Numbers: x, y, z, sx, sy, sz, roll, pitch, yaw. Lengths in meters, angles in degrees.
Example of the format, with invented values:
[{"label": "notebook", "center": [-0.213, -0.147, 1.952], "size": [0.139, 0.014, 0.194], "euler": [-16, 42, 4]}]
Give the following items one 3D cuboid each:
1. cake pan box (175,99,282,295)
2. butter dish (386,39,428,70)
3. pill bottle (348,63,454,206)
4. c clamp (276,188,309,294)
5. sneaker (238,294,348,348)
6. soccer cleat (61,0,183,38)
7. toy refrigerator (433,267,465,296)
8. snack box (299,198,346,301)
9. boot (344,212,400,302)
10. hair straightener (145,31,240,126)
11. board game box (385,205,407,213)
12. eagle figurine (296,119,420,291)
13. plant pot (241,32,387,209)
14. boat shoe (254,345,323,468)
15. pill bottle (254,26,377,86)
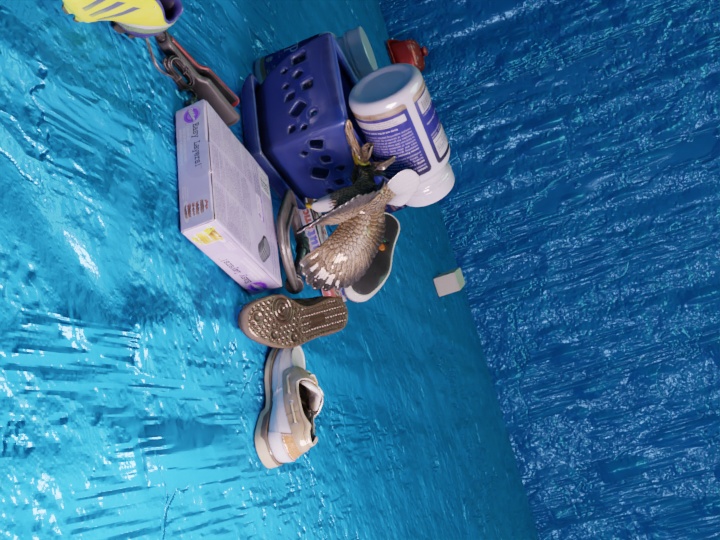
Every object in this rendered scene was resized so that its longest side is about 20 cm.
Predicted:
[{"label": "cake pan box", "center": [-0.169, -0.094, 1.024], "size": [0.184, 0.052, 0.200], "euler": [54, 22, -58]}, {"label": "butter dish", "center": [0.223, -0.930, 3.441], "size": [0.200, 0.148, 0.200], "euler": [-32, 103, -64]}, {"label": "pill bottle", "center": [0.069, -0.201, 1.204], "size": [0.116, 0.116, 0.200], "euler": [-92, 160, -50]}, {"label": "c clamp", "center": [-0.094, -0.031, 1.175], "size": [0.200, 0.027, 0.171], "euler": [-82, 165, -70]}, {"label": "sneaker", "center": [-0.102, 0.071, 1.062], "size": [0.200, 0.075, 0.071], "euler": [3, 79, -53]}, {"label": "soccer cleat", "center": [-0.260, -0.301, 0.858], "size": [0.200, 0.084, 0.065], "euler": [-26, 97, -76]}, {"label": "toy refrigerator", "center": [0.303, 0.040, 2.675], "size": [0.200, 0.076, 0.070], "euler": [-25, 97, -77]}, {"label": "snack box", "center": [-0.070, -0.039, 1.396], "size": [0.072, 0.024, 0.200], "euler": [14, 58, -77]}, {"label": "boot", "center": [0.000, 0.000, 1.492], "size": [0.072, 0.144, 0.200], "euler": [32, 51, -11]}, {"label": "hair straightener", "center": [-0.220, -0.255, 1.049], "size": [0.200, 0.041, 0.077], "euler": [53, 23, -54]}, {"label": "board game box", "center": [0.049, -0.280, 2.117], "size": [0.200, 0.062, 0.200], "euler": [40, 33, -65]}, {"label": "eagle figurine", "center": [-0.015, -0.083, 1.123], "size": [0.152, 0.151, 0.200], "euler": [35, 46, -27]}, {"label": "plant pot", "center": [-0.080, -0.225, 1.273], "size": [0.200, 0.180, 0.200], "euler": [51, 25, -55]}, {"label": "boat shoe", "center": [-0.081, 0.161, 0.996], "size": [0.200, 0.068, 0.075], "euler": [-90, 157, -54]}, {"label": "pill bottle", "center": [-0.076, -0.357, 1.419], "size": [0.120, 0.200, 0.120], "euler": [-18, 90, -77]}]
